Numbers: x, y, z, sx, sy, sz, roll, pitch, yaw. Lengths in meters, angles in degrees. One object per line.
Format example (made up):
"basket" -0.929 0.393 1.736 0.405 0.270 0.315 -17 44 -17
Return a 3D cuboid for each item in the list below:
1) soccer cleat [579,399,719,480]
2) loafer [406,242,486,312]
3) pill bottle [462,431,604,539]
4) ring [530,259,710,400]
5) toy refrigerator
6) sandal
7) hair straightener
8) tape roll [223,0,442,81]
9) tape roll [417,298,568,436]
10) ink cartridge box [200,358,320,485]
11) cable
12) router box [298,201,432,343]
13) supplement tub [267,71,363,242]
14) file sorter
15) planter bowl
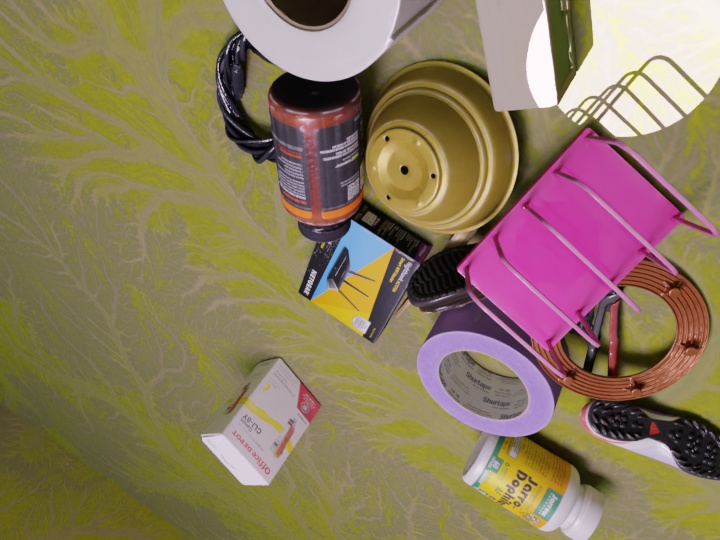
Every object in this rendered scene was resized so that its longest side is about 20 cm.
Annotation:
"soccer cleat" 0.394 0.221 0.814 0.198 0.069 0.073 18 169 8
"loafer" 0.153 0.007 0.727 0.198 0.073 0.072 -21 133 11
"pill bottle" 0.272 0.335 0.960 0.199 0.113 0.113 30 139 10
"ring" 0.304 0.077 0.718 0.198 0.019 0.202 6 119 11
"toy refrigerator" 0.146 -0.253 0.540 0.069 0.076 0.201 4 128 34
"sandal" 0.117 0.019 0.812 0.069 0.078 0.212 36 134 4
"hair straightener" 0.286 0.077 0.766 0.076 0.041 0.201 9 132 30
"tape roll" -0.022 -0.301 0.570 0.201 0.139 0.204 20 137 20
"tape roll" 0.186 0.135 0.862 0.198 0.085 0.201 20 137 20
"ink cartridge box" -0.191 0.297 1.198 0.083 0.200 0.146 -19 115 44
"cable" -0.126 -0.223 0.787 0.199 0.051 0.164 -10 120 42
"router box" 0.000 0.000 0.897 0.148 0.051 0.201 32 138 7
"supplement tub" -0.048 -0.128 0.722 0.106 0.107 0.201 21 140 19
"file sorter" 0.214 -0.016 0.600 0.139 0.125 0.200 40 105 -4
"planter bowl" 0.067 -0.122 0.679 0.199 0.083 0.202 19 124 31
